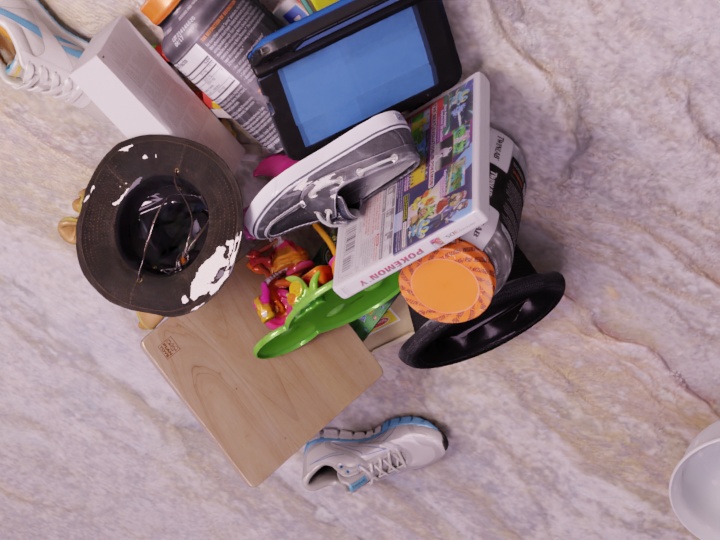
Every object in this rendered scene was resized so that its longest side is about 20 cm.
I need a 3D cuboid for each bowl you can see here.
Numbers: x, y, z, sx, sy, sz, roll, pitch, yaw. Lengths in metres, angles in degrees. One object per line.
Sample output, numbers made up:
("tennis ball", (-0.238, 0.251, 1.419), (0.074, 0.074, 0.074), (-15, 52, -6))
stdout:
("bowl", (0.458, 0.230, 1.797), (0.198, 0.091, 0.203), (7, 130, 9))

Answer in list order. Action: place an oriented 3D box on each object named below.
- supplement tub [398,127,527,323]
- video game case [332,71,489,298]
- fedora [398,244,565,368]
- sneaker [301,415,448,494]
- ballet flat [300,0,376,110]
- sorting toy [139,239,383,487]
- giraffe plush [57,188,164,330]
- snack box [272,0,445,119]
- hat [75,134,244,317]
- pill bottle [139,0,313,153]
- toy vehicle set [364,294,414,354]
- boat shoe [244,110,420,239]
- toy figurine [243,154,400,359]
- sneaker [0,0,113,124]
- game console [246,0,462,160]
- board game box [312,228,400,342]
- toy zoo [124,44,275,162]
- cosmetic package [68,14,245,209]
("supplement tub", (0.102, -0.048, 1.589), (0.121, 0.201, 0.124), (7, 130, 8))
("video game case", (0.052, -0.085, 1.540), (0.181, 0.202, 0.023), (-29, 127, 31))
("fedora", (0.121, 0.026, 1.697), (0.198, 0.092, 0.201), (-20, 159, -8))
("sneaker", (0.015, 0.240, 1.928), (0.198, 0.087, 0.075), (-13, 123, 23))
("ballet flat", (-0.007, -0.235, 1.533), (0.066, 0.067, 0.201), (-28, 122, 3))
("sorting toy", (-0.113, 0.099, 1.723), (0.201, 0.198, 0.070), (52, 161, -5))
("giraffe plush", (-0.246, -0.045, 1.741), (0.162, 0.173, 0.200), (42, 162, -7))
("snack box", (0.006, -0.219, 1.589), (0.200, 0.024, 0.072), (41, 126, -19))
("hat", (-0.193, -0.044, 1.608), (0.198, 0.081, 0.204), (-2, 84, 23))
("pill bottle", (-0.125, -0.220, 1.554), (0.200, 0.107, 0.106), (42, 127, -13))
("toy vehicle set", (0.005, 0.036, 1.799), (0.199, 0.027, 0.124), (-26, 118, 31))
("boat shoe", (-0.027, -0.077, 1.544), (0.199, 0.068, 0.072), (-32, 157, 16))
("toy figurine", (-0.067, -0.034, 1.665), (0.199, 0.150, 0.186), (-34, 71, 21))
("sneaker", (-0.331, -0.215, 1.639), (0.199, 0.081, 0.076), (38, 139, -14))
("game console", (0.006, -0.195, 1.458), (0.198, 0.171, 0.119), (-27, 96, -6))
("board game box", (0.000, 0.000, 1.735), (0.104, 0.023, 0.201), (38, 124, 0))
("toy zoo", (-0.163, -0.179, 1.671), (0.197, 0.021, 0.132), (5, 130, 11))
("cosmetic package", (-0.211, -0.163, 1.628), (0.050, 0.083, 0.200), (-27, 117, 31))
